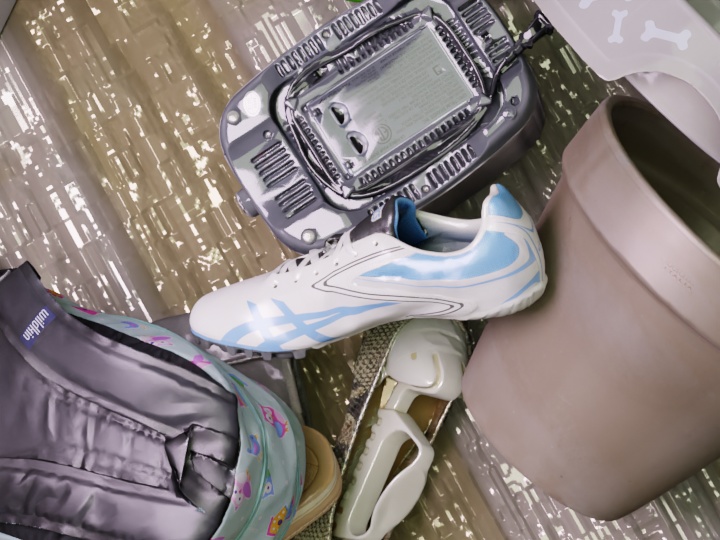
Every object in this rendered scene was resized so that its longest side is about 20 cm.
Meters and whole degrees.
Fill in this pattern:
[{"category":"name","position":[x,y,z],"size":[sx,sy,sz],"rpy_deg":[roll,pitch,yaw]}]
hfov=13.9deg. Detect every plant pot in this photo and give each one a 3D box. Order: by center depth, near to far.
[{"category":"plant pot","position":[0.152,0.035,1.586],"size":[0.200,0.200,0.174],"rpy_deg":[43,108,10]}]

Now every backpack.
[{"category":"backpack","position":[-0.130,0.091,1.577],"size":[0.200,0.127,0.167],"rpy_deg":[14,91,26]}]

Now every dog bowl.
[{"category":"dog bowl","position":[0.178,-0.108,1.569],"size":[0.200,0.200,0.059],"rpy_deg":[46,104,10]}]

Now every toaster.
[{"category":"toaster","position":[0.024,-0.086,1.633],"size":[0.200,0.129,0.114],"rpy_deg":[-34,82,5]}]

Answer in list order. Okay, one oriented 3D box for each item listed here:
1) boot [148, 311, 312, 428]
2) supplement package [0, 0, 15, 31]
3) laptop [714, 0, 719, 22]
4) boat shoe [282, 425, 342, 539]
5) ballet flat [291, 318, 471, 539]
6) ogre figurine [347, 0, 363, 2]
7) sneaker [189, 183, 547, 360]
[{"category":"boot","position":[-0.138,0.043,1.677],"size":[0.200,0.073,0.182],"rpy_deg":[-16,97,14]},{"category":"supplement package","position":[-0.235,-0.241,1.673],"size":[0.111,0.156,0.200],"rpy_deg":[26,89,9]},{"category":"laptop","position":[0.263,-0.193,1.668],"size":[0.177,0.103,0.200],"rpy_deg":[37,117,11]},{"category":"boat shoe","position":[-0.091,0.149,1.655],"size":[0.200,0.069,0.074],"rpy_deg":[-25,53,17]},{"category":"ballet flat","position":[0.023,0.086,1.645],"size":[0.068,0.075,0.200],"rpy_deg":[22,89,-27]},{"category":"ogre figurine","position":[0.026,-0.213,1.659],"size":[0.200,0.098,0.120],"rpy_deg":[-9,73,0]},{"category":"sneaker","position":[0.000,0.000,1.550],"size":[0.200,0.072,0.073],"rpy_deg":[-12,104,21]}]
